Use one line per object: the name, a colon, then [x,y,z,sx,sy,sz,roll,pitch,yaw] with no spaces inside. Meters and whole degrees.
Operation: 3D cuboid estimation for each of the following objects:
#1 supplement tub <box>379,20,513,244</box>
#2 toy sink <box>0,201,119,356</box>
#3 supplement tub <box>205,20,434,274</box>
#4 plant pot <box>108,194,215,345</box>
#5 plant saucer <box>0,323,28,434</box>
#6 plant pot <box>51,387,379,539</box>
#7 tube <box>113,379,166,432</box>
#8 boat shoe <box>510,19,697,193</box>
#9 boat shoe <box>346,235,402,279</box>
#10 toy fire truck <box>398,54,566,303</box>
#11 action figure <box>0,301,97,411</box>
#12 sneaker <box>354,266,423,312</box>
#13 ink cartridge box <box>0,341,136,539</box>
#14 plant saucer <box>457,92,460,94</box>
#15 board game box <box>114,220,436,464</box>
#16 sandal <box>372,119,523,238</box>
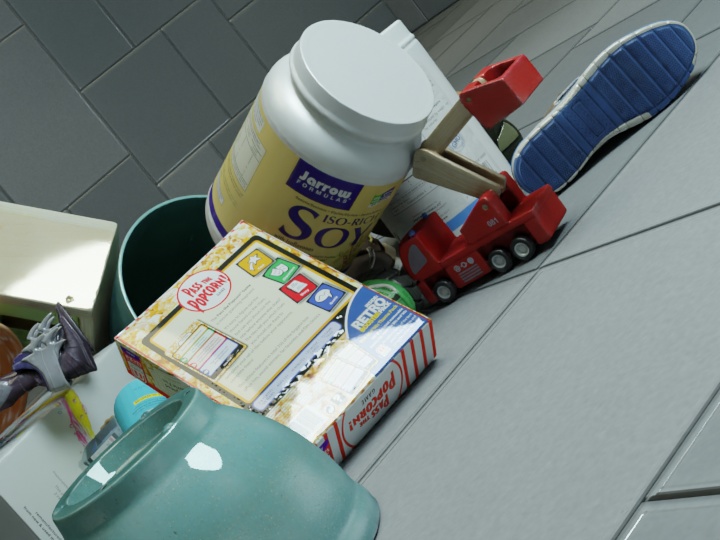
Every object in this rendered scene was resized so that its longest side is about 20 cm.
supplement tub: [0.047,-0.117,1.255,0.132,0.201,0.132,-37,7,5]
toy sink: [-0.312,0.042,1.317,0.201,0.129,0.113,105,175,-56]
supplement tub: [-0.035,-0.095,1.135,0.201,0.145,0.146,-57,-3,39]
plant pot: [-0.159,0.054,1.317,0.201,0.200,0.161,-49,-5,-41]
plant saucer: [-0.378,0.137,1.212,0.201,0.037,0.202,-53,-27,-40]
plant pot: [-0.105,0.160,0.829,0.200,0.135,0.200,-38,10,8]
tube: [-0.145,0.149,1.061,0.077,0.051,0.200,-14,26,-22]
boat shoe: [0.210,-0.150,1.191,0.199,0.072,0.072,-39,9,5]
boat shoe: [0.000,0.000,1.287,0.072,0.059,0.200,-59,7,10]
toy fire truck: [0.089,-0.068,1.079,0.199,0.141,0.049,-30,13,41]
action figure: [-0.320,0.114,1.145,0.199,0.070,0.130,-38,4,-8]
sneaker: [-0.041,0.067,1.146,0.199,0.078,0.085,-33,13,32]
ink cartridge box: [-0.266,0.194,1.221,0.145,0.145,0.200,-30,13,43]
plant saucer: [0.061,-0.127,1.440,0.199,0.038,0.200,-30,-17,-10]
board game box: [-0.065,0.058,1.020,0.199,0.047,0.151,28,58,31]
sandal: [0.079,-0.090,1.361,0.199,0.081,0.057,-25,4,-19]
